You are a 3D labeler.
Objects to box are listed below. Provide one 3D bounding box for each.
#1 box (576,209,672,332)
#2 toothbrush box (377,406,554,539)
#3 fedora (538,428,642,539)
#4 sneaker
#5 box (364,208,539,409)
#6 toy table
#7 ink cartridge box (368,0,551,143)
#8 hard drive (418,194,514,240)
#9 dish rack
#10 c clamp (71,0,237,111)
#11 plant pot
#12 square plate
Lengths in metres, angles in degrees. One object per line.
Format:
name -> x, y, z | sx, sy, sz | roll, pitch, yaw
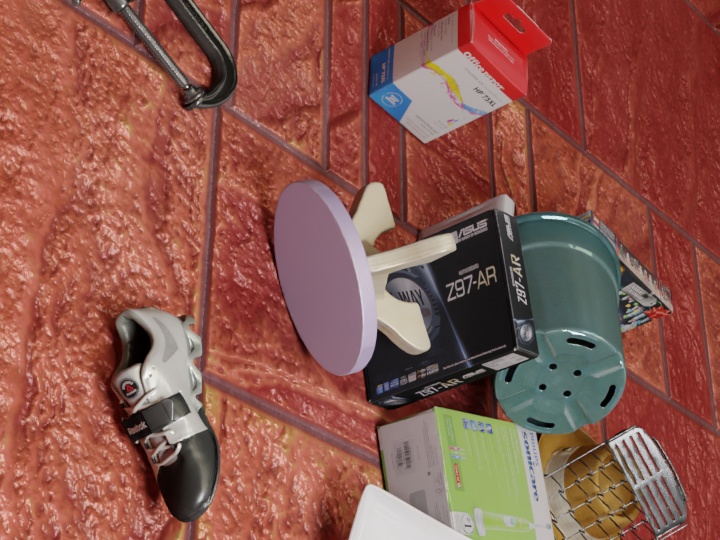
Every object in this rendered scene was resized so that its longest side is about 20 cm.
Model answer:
box -> 0.299, 0.013, 2.001 | 0.200, 0.136, 0.040 | 39, 40, -34
toothbrush box -> 0.118, 0.240, 1.667 | 0.199, 0.086, 0.147 | 15, 59, -48
fedora -> 0.294, 0.272, 1.892 | 0.200, 0.081, 0.202 | 31, 48, -42
sneaker -> -0.181, 0.124, 1.341 | 0.088, 0.074, 0.201 | 21, 45, -47
box -> 0.088, 0.044, 1.637 | 0.043, 0.199, 0.162 | 20, 56, -48
toy table -> 0.000, 0.000, 1.580 | 0.116, 0.183, 0.202 | -10, 91, -39
ink cartridge box -> 0.121, -0.244, 1.849 | 0.116, 0.199, 0.068 | 35, 45, -37
hard drive -> 0.114, 0.017, 1.748 | 0.027, 0.131, 0.201 | 40, 42, -33
dish rack -> 0.286, 0.284, 1.799 | 0.154, 0.199, 0.055 | 61, -3, -7
c clamp -> -0.203, -0.238, 1.561 | 0.200, 0.027, 0.171 | 48, 33, -23
plant pot -> 0.217, 0.071, 1.756 | 0.200, 0.200, 0.197 | 46, 22, -28
square plate -> 0.046, 0.340, 1.499 | 0.199, 0.028, 0.199 | 31, 66, -25
